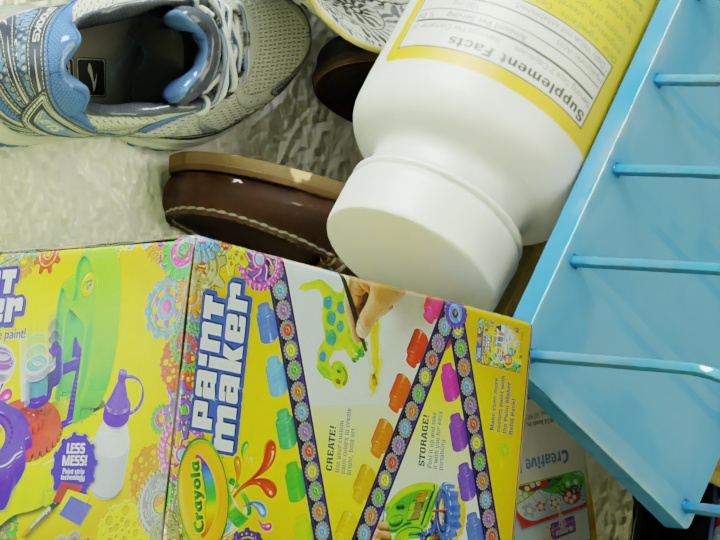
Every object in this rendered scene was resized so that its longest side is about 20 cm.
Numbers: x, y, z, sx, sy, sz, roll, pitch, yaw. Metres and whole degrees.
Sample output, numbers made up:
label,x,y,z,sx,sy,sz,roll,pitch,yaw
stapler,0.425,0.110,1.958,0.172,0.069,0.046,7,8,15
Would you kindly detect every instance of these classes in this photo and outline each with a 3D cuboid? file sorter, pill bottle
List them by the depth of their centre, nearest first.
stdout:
label,x,y,z,sx,sy,sz,roll,pitch,yaw
file sorter,0.175,-0.006,1.240,0.139,0.122,0.201,42,64,-36
pill bottle,0.064,-0.082,1.286,0.111,0.111,0.201,46,61,-33

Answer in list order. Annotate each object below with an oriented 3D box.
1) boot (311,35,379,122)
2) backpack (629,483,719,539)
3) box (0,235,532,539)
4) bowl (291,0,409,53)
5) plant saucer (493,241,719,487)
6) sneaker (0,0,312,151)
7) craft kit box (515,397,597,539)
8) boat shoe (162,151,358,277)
label,x,y,z,sx,sy,sz,roll,pitch,yaw
boot,0.046,-0.123,1.434,0.199,0.075,0.097,-1,66,-42
backpack,0.195,0.142,1.439,0.200,0.153,0.192,92,14,-69
box,-0.071,0.066,1.185,0.192,0.199,0.123,15,77,-44
bowl,-0.014,-0.200,1.332,0.200,0.094,0.202,-10,103,-51
plant saucer,0.172,0.007,1.356,0.199,0.048,0.201,27,69,-3
sneaker,-0.082,-0.088,1.268,0.199,0.085,0.078,-16,98,-46
craft kit box,0.040,0.153,1.407,0.199,0.048,0.199,-8,90,-46
boat shoe,0.000,0.000,1.334,0.199,0.070,0.071,17,81,-23
